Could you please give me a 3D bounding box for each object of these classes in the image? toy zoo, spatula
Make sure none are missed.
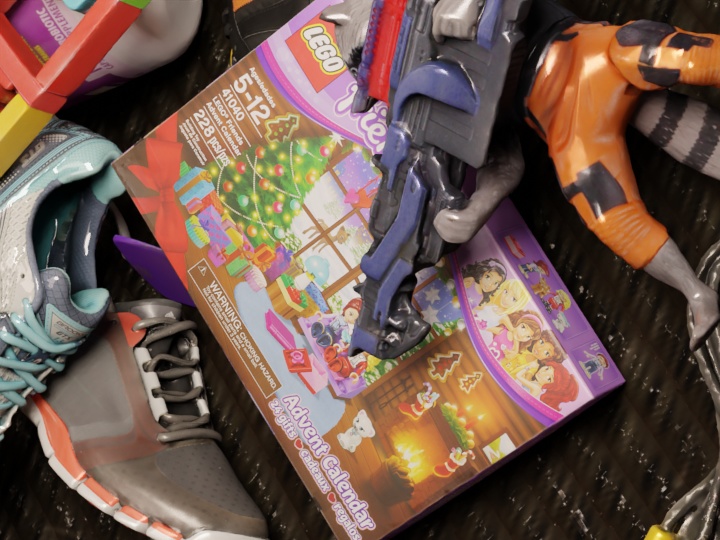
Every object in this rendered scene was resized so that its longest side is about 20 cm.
[{"bbox_3d":[-0.165,-0.118,1.154,0.200,0.020,0.131,-48,62,15],"label":"toy zoo"},{"bbox_3d":[-0.120,-0.027,1.240,0.021,0.057,0.200,-46,48,-7],"label":"spatula"}]

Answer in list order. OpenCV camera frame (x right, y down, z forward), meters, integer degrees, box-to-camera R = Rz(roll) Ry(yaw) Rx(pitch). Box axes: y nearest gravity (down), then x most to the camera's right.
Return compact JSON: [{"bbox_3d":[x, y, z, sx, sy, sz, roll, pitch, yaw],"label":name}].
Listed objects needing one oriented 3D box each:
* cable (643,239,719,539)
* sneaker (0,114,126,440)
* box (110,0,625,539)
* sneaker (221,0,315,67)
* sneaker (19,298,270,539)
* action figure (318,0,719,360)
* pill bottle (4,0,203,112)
[{"bbox_3d":[0.142,0.086,1.018,0.097,0.050,0.201,14,91,39],"label":"cable"},{"bbox_3d":[-0.160,0.023,1.162,0.086,0.078,0.200,13,83,32],"label":"sneaker"},{"bbox_3d":[0.000,0.000,1.109,0.137,0.039,0.200,-36,81,27],"label":"box"},{"bbox_3d":[-0.044,-0.127,1.176,0.200,0.070,0.090,38,103,32],"label":"sneaker"},{"bbox_3d":[-0.101,0.054,1.192,0.200,0.077,0.082,41,101,33],"label":"sneaker"},{"bbox_3d":[0.068,-0.048,1.031,0.193,0.105,0.200,31,121,16],"label":"action figure"},{"bbox_3d":[-0.182,-0.116,1.243,0.200,0.112,0.113,-21,71,28],"label":"pill bottle"}]
